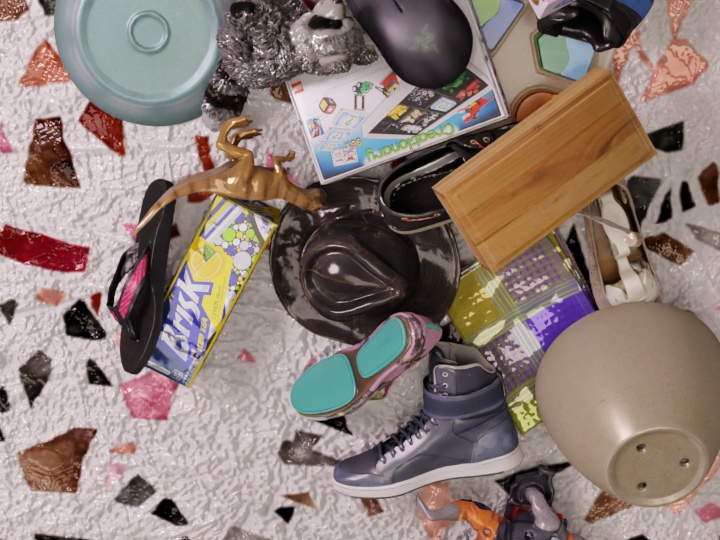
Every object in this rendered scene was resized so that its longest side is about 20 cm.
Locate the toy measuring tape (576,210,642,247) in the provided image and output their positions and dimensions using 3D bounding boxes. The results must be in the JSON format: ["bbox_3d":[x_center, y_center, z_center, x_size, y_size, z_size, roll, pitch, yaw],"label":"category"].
[{"bbox_3d":[0.178,-0.042,1.630,0.200,0.074,0.074,25,107,23],"label":"toy measuring tape"}]

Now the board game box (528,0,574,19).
[{"bbox_3d":[0.205,-0.365,1.515,0.199,0.041,0.200,-28,83,-9],"label":"board game box"}]

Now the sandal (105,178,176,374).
[{"bbox_3d":[-0.228,0.004,1.651,0.045,0.075,0.200,10,85,-34],"label":"sandal"}]

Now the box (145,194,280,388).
[{"bbox_3d":[-0.158,0.015,1.677,0.070,0.064,0.200,27,104,-6],"label":"box"}]

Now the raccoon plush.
[{"bbox_3d":[-0.064,-0.189,1.576,0.134,0.097,0.200,37,141,14],"label":"raccoon plush"}]

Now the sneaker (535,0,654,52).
[{"bbox_3d":[0.184,-0.288,1.556,0.200,0.077,0.111,35,69,-7],"label":"sneaker"}]

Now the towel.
[{"bbox_3d":[0.180,0.060,1.705,0.144,0.023,0.200,-28,103,8],"label":"towel"}]

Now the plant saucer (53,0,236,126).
[{"bbox_3d":[-0.208,-0.238,1.622,0.200,0.036,0.200,0,106,1],"label":"plant saucer"}]

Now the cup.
[{"bbox_3d":[0.284,0.152,1.640,0.200,0.143,0.200,-1,122,-2],"label":"cup"}]

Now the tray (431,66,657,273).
[{"bbox_3d":[0.177,-0.096,1.564,0.200,0.037,0.099,-37,112,-7],"label":"tray"}]

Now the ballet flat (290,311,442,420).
[{"bbox_3d":[0.012,0.103,1.682,0.071,0.069,0.200,10,145,-40],"label":"ballet flat"}]

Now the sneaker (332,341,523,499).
[{"bbox_3d":[0.057,0.152,1.697,0.202,0.077,0.146,-13,113,0],"label":"sneaker"}]

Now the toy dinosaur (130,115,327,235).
[{"bbox_3d":[-0.123,-0.092,1.597,0.200,0.060,0.106,0,75,-18],"label":"toy dinosaur"}]

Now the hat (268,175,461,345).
[{"bbox_3d":[0.000,0.000,1.653,0.200,0.081,0.201,2,105,7],"label":"hat"}]

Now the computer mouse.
[{"bbox_3d":[0.026,-0.259,1.560,0.138,0.053,0.200,-41,74,9],"label":"computer mouse"}]

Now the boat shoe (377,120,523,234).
[{"bbox_3d":[0.112,-0.096,1.592,0.201,0.063,0.074,-23,74,2],"label":"boat shoe"}]

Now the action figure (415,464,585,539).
[{"bbox_3d":[0.151,0.313,1.732,0.193,0.105,0.200,0,110,-6],"label":"action figure"}]

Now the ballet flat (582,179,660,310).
[{"bbox_3d":[0.263,-0.011,1.659,0.068,0.067,0.200,-21,105,0],"label":"ballet flat"}]

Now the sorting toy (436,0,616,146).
[{"bbox_3d":[0.151,-0.199,1.625,0.185,0.036,0.200,18,105,-4],"label":"sorting toy"}]

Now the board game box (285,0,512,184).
[{"bbox_3d":[0.034,-0.176,1.606,0.200,0.035,0.126,-19,91,15],"label":"board game box"}]
